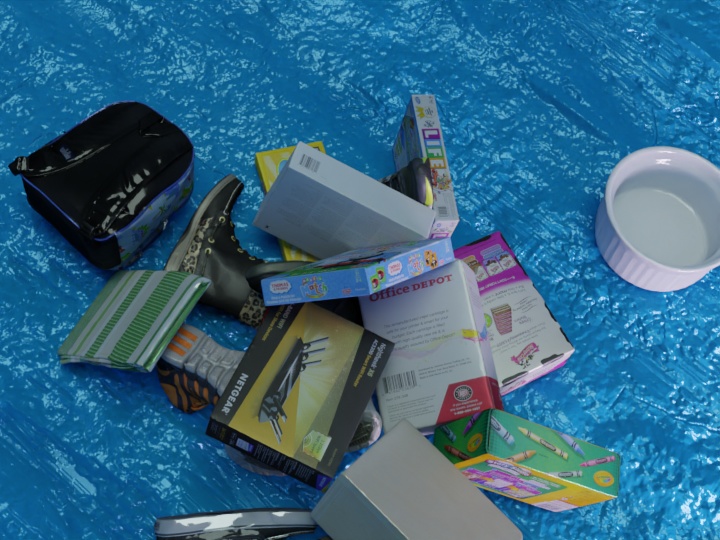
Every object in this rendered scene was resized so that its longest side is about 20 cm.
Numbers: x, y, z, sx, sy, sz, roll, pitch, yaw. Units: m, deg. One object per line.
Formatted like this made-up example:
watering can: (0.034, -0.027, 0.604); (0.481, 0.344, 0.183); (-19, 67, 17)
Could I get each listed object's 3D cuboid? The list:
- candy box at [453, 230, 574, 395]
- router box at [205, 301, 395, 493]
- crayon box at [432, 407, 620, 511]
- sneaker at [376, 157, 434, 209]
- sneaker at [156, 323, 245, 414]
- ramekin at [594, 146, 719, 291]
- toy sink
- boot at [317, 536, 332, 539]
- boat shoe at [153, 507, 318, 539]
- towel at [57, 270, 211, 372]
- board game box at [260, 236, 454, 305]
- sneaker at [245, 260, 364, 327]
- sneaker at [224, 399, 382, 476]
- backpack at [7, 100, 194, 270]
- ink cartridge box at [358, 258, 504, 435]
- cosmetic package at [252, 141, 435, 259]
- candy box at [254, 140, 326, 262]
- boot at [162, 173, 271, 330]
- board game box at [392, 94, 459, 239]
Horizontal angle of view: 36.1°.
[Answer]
candy box: (0.177, 0.062, 1.496); (0.136, 0.061, 0.200); (-23, 68, -17)
router box: (-0.069, 0.139, 1.308); (0.157, 0.052, 0.200); (26, 55, 1)
crayon box: (0.201, 0.234, 1.344); (0.200, 0.119, 0.058); (22, 61, -24)
sneaker: (0.039, -0.095, 1.474); (0.081, 0.200, 0.074); (0, 72, -21)
sneaker: (-0.170, 0.148, 1.378); (0.200, 0.112, 0.078); (34, 55, 13)
ramekin: (0.432, -0.067, 1.574); (0.200, 0.098, 0.201); (3, 63, -6)
toy sink: (0.064, 0.299, 1.288); (0.200, 0.112, 0.130); (43, 44, 12)
boot: (-0.078, 0.417, 1.274); (0.150, 0.073, 0.200); (-9, 68, -10)
boat shoe: (-0.147, 0.318, 1.329); (0.200, 0.069, 0.057); (-3, 83, -7)
towel: (-0.287, 0.061, 1.384); (0.023, 0.200, 0.153); (50, 58, -33)
board game box: (0.000, 0.000, 1.332); (0.200, 0.151, 0.037); (-18, 99, -56)
sneaker: (-0.063, 0.054, 1.422); (0.199, 0.076, 0.114); (22, 60, -44)
sneaker: (-0.073, 0.195, 1.400); (0.200, 0.078, 0.099); (-12, 31, 1)
backpack: (-0.324, -0.116, 1.469); (0.183, 0.147, 0.200); (40, 66, 14)
ink cartridge box: (0.090, 0.103, 1.409); (0.147, 0.086, 0.200); (-14, 72, 15)
cosmetic package: (-0.024, -0.068, 1.445); (0.200, 0.151, 0.052); (27, 53, -10)
candy box: (-0.076, -0.086, 1.555); (0.102, 0.026, 0.200); (-13, 66, -12)
boot: (-0.165, -0.023, 1.487); (0.150, 0.073, 0.200); (26, 57, 2)
board game box: (0.087, -0.124, 1.535); (0.034, 0.134, 0.200); (-2, 64, -13)
